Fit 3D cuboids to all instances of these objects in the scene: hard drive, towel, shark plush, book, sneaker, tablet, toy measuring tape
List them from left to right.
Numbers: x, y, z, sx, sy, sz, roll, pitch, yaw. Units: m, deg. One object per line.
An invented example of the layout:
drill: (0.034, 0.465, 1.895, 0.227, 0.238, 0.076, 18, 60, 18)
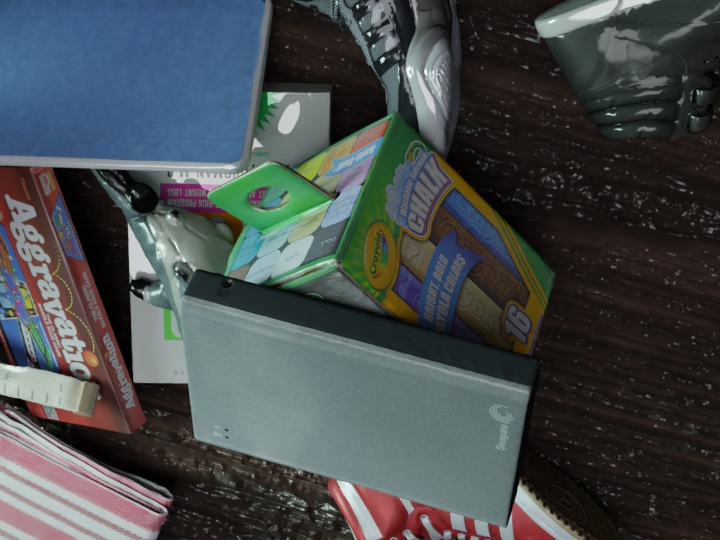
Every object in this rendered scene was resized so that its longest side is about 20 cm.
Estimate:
toy measuring tape: (-0.265, 0.077, 1.056, 0.199, 0.074, 0.074, 9, 111, 14)
towel: (-0.233, 0.204, 1.120, 0.146, 0.030, 0.200, 28, 119, 0)
tablet: (-0.159, -0.121, 0.961, 0.199, 0.014, 0.131, 3, 66, 8)
shark plush: (-0.119, 0.012, 0.969, 0.083, 0.091, 0.200, -25, 116, 41)
book: (-0.085, -0.025, 1.012, 0.133, 0.048, 0.201, 1, 109, 3)
hard drive: (-0.001, 0.075, 0.878, 0.199, 0.033, 0.140, 14, 141, 10)
sneaker: (0.001, -0.154, 0.934, 0.113, 0.075, 0.201, -1, 104, 11)
sneaker: (0.072, 0.168, 1.035, 0.200, 0.071, 0.113, 34, 108, 5)
sneaker: (0.213, -0.139, 0.906, 0.199, 0.071, 0.099, -17, 108, 21)

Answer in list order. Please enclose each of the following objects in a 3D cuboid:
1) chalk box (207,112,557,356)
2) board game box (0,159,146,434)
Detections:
chalk box: (0.000, 0.000, 0.917, 0.124, 0.124, 0.200, -22, 124, 43)
board game box: (-0.214, 0.016, 1.021, 0.103, 0.019, 0.201, 4, 121, 37)
